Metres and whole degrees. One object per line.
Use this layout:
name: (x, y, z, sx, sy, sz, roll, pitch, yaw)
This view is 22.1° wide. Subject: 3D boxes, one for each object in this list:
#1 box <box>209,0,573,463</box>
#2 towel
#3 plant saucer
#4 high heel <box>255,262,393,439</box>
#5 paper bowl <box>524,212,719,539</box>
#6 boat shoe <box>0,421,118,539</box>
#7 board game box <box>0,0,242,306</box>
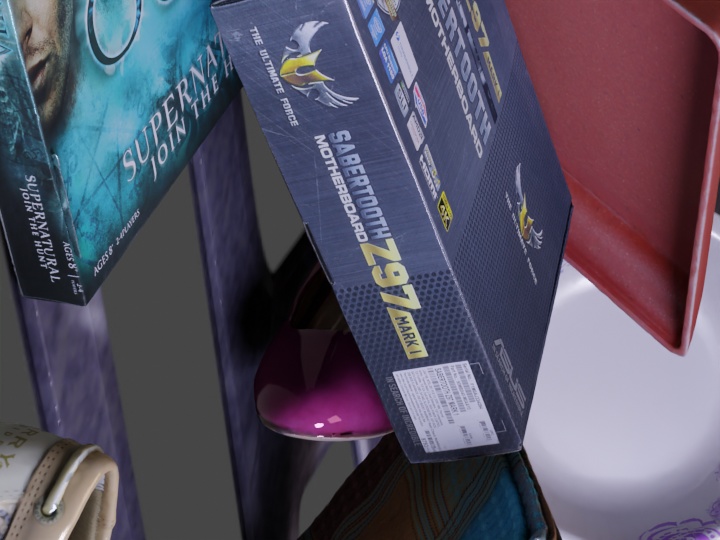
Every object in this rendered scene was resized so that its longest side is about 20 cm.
box: (0.022, -0.056, 0.679, 0.158, 0.051, 0.201, -71, 145, -52)
towel: (0.015, 0.114, 0.716, 0.147, 0.022, 0.200, -51, -164, 14)
plant saucer: (0.081, -0.088, 0.759, 0.037, 0.200, 0.200, -34, 149, -19)
high heel: (0.000, 0.000, 0.756, 0.200, 0.067, 0.097, -62, 158, -72)
paper bowl: (0.140, 0.064, 1.000, 0.104, 0.198, 0.203, 105, -5, -81)
boat shoe: (-0.109, 0.141, 0.518, 0.073, 0.062, 0.202, -24, 122, -69)
board game box: (-0.069, -0.104, 0.598, 0.201, 0.028, 0.136, -62, 152, -46)
